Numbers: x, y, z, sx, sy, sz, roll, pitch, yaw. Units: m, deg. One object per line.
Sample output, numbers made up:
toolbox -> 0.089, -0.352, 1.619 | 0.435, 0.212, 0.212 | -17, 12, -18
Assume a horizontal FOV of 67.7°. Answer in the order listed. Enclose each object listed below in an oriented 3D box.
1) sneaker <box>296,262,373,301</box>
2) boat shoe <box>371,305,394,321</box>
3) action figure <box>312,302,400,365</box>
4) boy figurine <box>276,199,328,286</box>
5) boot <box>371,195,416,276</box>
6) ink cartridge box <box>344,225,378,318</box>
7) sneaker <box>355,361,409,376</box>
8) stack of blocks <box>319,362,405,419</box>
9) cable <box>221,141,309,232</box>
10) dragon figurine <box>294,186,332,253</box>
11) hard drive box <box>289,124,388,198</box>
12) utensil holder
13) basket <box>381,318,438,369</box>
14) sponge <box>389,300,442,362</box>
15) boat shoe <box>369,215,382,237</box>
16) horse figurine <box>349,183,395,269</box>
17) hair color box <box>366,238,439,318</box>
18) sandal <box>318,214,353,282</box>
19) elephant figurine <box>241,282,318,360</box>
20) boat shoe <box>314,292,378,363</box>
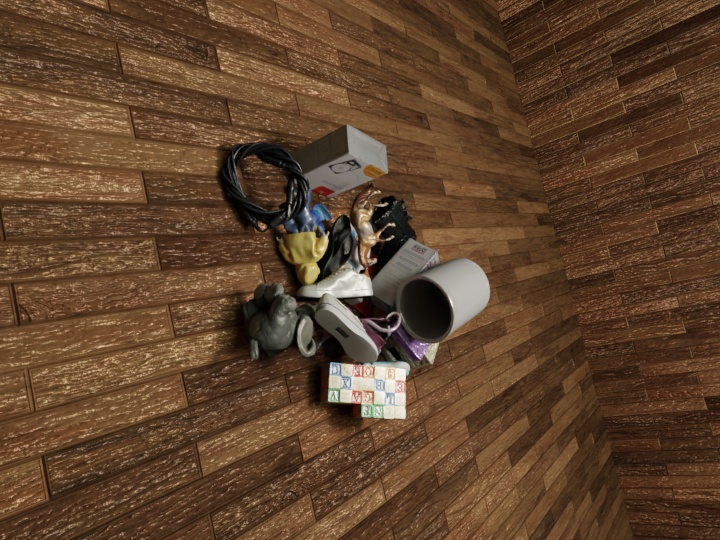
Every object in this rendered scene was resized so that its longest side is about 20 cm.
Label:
sneaker -> -0.063, 0.027, 1.255 | 0.198, 0.072, 0.086 | -3, 83, -36
boat shoe -> 0.069, 0.072, 1.473 | 0.201, 0.070, 0.065 | -65, 142, -54
action figure -> -0.028, 0.129, 1.261 | 0.199, 0.149, 0.134 | 35, 37, -5
boy figurine -> -0.128, -0.061, 1.239 | 0.065, 0.122, 0.203 | -86, 164, -75
boot -> 0.076, -0.092, 1.474 | 0.199, 0.073, 0.163 | -56, 137, -21
ink cartridge box -> 0.000, 0.000, 1.437 | 0.176, 0.044, 0.203 | 37, 50, -38
sneaker -> 0.057, 0.301, 1.372 | 0.198, 0.079, 0.133 | 6, 70, -42
stack of blocks -> 0.007, 0.284, 1.254 | 0.197, 0.058, 0.117 | 10, 71, -23
cable -> -0.206, -0.196, 1.162 | 0.202, 0.162, 0.051 | 57, -2, 0
dragon figurine -> -0.111, -0.125, 1.324 | 0.200, 0.058, 0.100 | 48, 44, -29
hard drive box -> -0.056, -0.265, 1.332 | 0.155, 0.198, 0.078 | 14, 66, -49
utensil holder -> 0.211, 0.067, 1.348 | 0.199, 0.169, 0.172 | -23, 95, -46
basket -> 0.146, 0.162, 1.501 | 0.136, 0.122, 0.201 | 52, 41, -26
sponge -> 0.157, 0.135, 1.401 | 0.112, 0.030, 0.200 | 50, 46, -4
boat shoe -> 0.056, -0.129, 1.541 | 0.199, 0.065, 0.075 | -7, 82, -54
horse figurine -> 0.022, -0.119, 1.369 | 0.132, 0.050, 0.202 | -31, 119, -23
hair color box -> 0.111, 0.017, 1.415 | 0.200, 0.098, 0.061 | -48, 144, -20
sandal -> -0.048, -0.046, 1.326 | 0.075, 0.047, 0.203 | 45, 52, -47
elephant figurine -> -0.146, 0.124, 1.128 | 0.155, 0.141, 0.200 | -48, 135, -2
boat shoe -> -0.027, 0.128, 1.189 | 0.200, 0.071, 0.066 | 44, 35, -27
